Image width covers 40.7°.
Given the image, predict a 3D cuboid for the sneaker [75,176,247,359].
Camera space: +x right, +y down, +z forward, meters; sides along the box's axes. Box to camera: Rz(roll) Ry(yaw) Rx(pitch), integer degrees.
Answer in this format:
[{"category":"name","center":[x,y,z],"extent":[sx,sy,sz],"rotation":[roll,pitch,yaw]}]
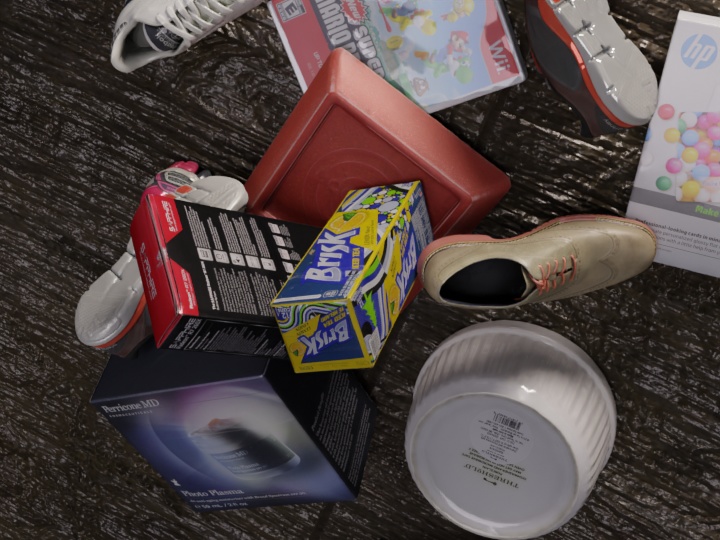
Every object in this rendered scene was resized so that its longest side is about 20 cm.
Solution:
[{"category":"sneaker","center":[-0.174,-0.001,0.902],"extent":[0.200,0.082,0.077],"rotation":[-45,49,-3]}]

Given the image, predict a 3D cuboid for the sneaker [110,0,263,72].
[{"category":"sneaker","center":[-0.139,-0.235,0.850],"extent":[0.200,0.081,0.076],"rotation":[-23,124,32]}]

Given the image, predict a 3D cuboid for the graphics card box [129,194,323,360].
[{"category":"graphics card box","center":[-0.087,0.011,0.816],"extent":[0.051,0.199,0.126],"rotation":[-50,48,35]}]

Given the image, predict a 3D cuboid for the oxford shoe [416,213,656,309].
[{"category":"oxford shoe","center":[0.149,0.003,0.788],"extent":[0.199,0.075,0.071],"rotation":[-10,111,0]}]

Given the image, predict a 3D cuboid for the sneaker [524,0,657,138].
[{"category":"sneaker","center":[0.154,-0.191,0.772],"extent":[0.082,0.077,0.200],"rotation":[-29,87,56]}]

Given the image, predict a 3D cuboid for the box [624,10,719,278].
[{"category":"box","center":[0.306,-0.091,0.776],"extent":[0.155,0.041,0.201],"rotation":[16,117,14]}]

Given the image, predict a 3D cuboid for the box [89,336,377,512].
[{"category":"box","center":[-0.120,0.133,0.960],"extent":[0.199,0.123,0.199],"rotation":[-11,130,25]}]

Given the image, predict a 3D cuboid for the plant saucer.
[{"category":"plant saucer","center":[0.002,-0.066,0.894],"extent":[0.199,0.037,0.200],"rotation":[37,124,-3]}]

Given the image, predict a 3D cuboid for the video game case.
[{"category":"video game case","center":[0.029,-0.202,0.846],"extent":[0.199,0.017,0.143],"rotation":[-15,106,26]}]

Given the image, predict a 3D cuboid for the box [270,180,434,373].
[{"category":"box","center":[0.000,0.000,0.790],"extent":[0.070,0.200,0.064],"rotation":[-6,117,23]}]

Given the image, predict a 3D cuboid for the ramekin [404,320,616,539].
[{"category":"ramekin","center":[0.135,0.158,0.918],"extent":[0.199,0.105,0.201],"rotation":[9,116,18]}]

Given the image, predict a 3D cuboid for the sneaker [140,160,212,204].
[{"category":"sneaker","center":[-0.152,-0.009,0.972],"extent":[0.080,0.075,0.200],"rotation":[-29,101,29]}]
